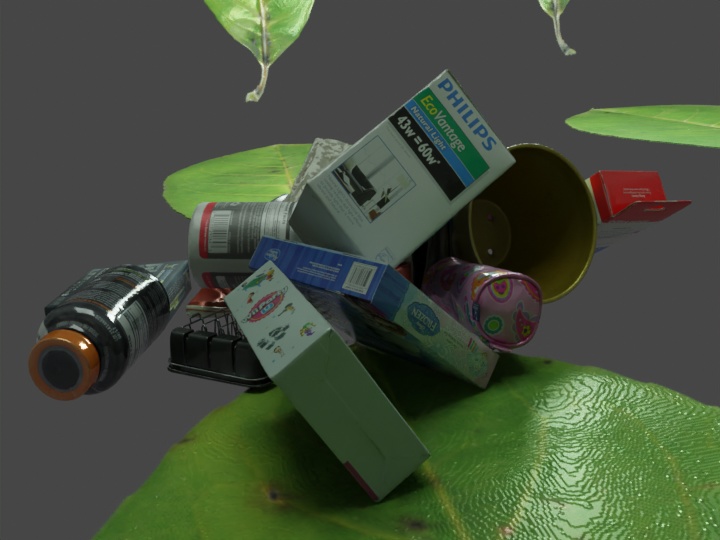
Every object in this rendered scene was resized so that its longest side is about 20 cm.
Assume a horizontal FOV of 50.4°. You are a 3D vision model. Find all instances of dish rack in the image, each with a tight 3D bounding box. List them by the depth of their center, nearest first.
[{"bbox_3d":[-0.119,0.071,0.921,0.150,0.056,0.199,6,18,31],"label":"dish rack"}]

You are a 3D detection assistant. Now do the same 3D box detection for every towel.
[{"bbox_3d":[0.003,-0.099,1.059,0.196,0.035,0.135,23,65,4],"label":"towel"}]

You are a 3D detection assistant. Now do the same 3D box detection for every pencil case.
[{"bbox_3d":[0.131,0.035,0.862,0.085,0.090,0.200,-9,8,-12],"label":"pencil case"}]

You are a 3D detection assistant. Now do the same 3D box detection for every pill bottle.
[{"bbox_3d":[-0.300,0.072,0.878,0.103,0.109,0.200,-3,17,8],"label":"pill bottle"},{"bbox_3d":[-0.114,-0.032,0.989,0.195,0.114,0.111,1,17,5],"label":"pill bottle"}]

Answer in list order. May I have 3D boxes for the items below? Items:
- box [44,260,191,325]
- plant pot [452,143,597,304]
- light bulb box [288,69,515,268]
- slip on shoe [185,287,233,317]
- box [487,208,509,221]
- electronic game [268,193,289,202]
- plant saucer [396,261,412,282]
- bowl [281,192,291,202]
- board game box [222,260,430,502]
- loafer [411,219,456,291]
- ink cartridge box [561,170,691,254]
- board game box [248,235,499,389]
[{"bbox_3d":[-0.339,0.039,1.098,0.153,0.052,0.200,-6,16,0],"label":"box"},{"bbox_3d":[0.196,-0.054,1.033,0.196,0.205,0.141,-12,1,-22],"label":"plant pot"},{"bbox_3d":[0.037,-0.087,0.859,0.199,0.126,0.198,-40,1,-13],"label":"light bulb box"},{"bbox_3d":[-0.194,0.019,1.101,0.072,0.063,0.200,2,20,17],"label":"slip on shoe"},{"bbox_3d":[0.157,-0.101,1.200,0.195,0.099,0.176,-11,-8,-15],"label":"box"},{"bbox_3d":[-0.195,-0.065,1.269,0.198,0.042,0.200,-37,3,2],"label":"electronic game"},{"bbox_3d":[0.000,0.000,1.078,0.196,0.038,0.199,7,20,33],"label":"plant saucer"},{"bbox_3d":[-0.037,-0.085,1.156,0.194,0.077,0.200,3,8,-1],"label":"bowl"},{"bbox_3d":[-0.037,0.088,0.666,0.064,0.149,0.200,-38,24,-6],"label":"board game box"},{"bbox_3d":[0.085,-0.047,0.993,0.061,0.205,0.072,-4,-14,-18],"label":"loafer"},{"bbox_3d":[0.343,-0.084,1.067,0.114,0.069,0.200,-4,-17,-28],"label":"ink cartridge box"},{"bbox_3d":[0.012,0.041,0.784,0.198,0.044,0.198,14,-17,48],"label":"board game box"}]
